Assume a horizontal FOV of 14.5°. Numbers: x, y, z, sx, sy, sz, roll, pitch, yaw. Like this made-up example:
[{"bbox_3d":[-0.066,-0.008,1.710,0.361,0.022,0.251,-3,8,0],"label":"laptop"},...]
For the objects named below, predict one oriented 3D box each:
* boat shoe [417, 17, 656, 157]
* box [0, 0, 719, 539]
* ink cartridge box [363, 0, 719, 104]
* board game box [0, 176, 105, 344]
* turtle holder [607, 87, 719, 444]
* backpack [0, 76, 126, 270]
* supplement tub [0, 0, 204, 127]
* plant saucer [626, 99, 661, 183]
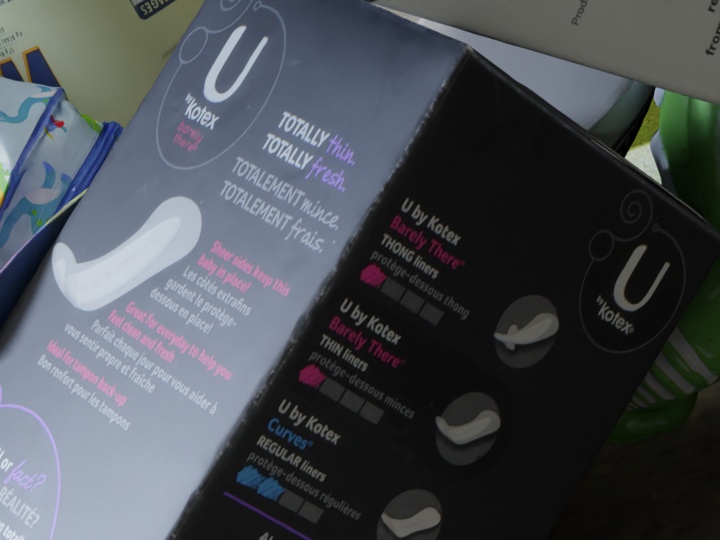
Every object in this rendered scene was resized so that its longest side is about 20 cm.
[{"bbox_3d":[0.041,-0.017,0.854,0.075,0.093,0.200,43,98,31],"label":"boat shoe"},{"bbox_3d":[-0.021,0.037,0.730,0.200,0.106,0.122,-58,36,-1],"label":"box"},{"bbox_3d":[-0.009,-0.117,0.710,0.147,0.200,0.083,33,106,57],"label":"ink cartridge box"},{"bbox_3d":[-0.085,0.041,0.833,0.039,0.200,0.158,31,31,29],"label":"board game box"},{"bbox_3d":[0.145,-0.025,0.790,0.132,0.141,0.186,171,118,-80],"label":"turtle holder"},{"bbox_3d":[-0.135,0.027,0.938,0.153,0.200,0.163,3,28,16],"label":"backpack"},{"bbox_3d":[-0.095,-0.087,1.161,0.145,0.200,0.145,-26,18,9],"label":"supplement tub"},{"bbox_3d":[0.137,-0.060,0.988,0.199,0.048,0.200,-18,22,31],"label":"plant saucer"}]
